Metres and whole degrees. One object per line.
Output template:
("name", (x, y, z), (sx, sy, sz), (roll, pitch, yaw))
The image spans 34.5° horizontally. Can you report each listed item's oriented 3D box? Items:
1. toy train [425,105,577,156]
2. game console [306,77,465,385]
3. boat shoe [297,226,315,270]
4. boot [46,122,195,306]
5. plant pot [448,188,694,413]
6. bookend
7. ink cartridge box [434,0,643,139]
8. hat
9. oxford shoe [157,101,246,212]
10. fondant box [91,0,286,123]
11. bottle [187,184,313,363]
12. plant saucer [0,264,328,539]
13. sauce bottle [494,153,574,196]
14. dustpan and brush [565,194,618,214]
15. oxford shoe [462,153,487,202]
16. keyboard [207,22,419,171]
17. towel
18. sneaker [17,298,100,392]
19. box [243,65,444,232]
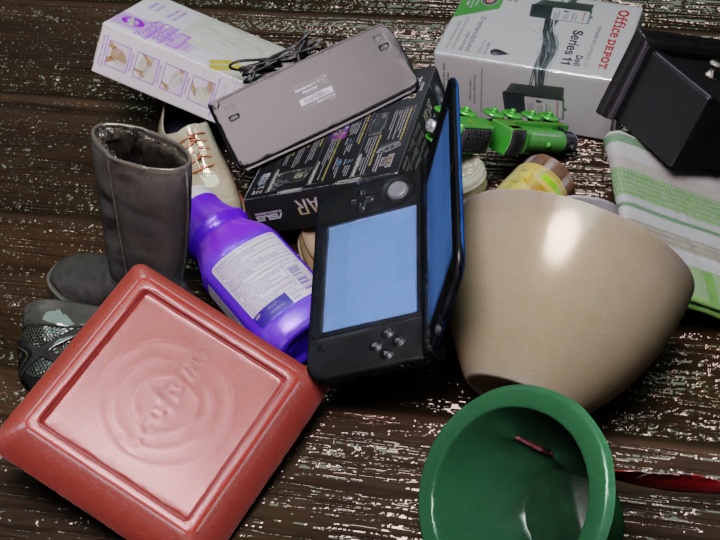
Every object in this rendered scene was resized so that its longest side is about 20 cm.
("toy train", (0.144, -0.135, 1.144), (0.200, 0.042, 0.056), (-4, 30, -43))
("game console", (0.019, -0.031, 0.933), (0.170, 0.118, 0.200), (-14, 50, 19))
("boat shoe", (0.000, 0.000, 1.058), (0.074, 0.069, 0.200), (-24, 47, -17))
("boot", (-0.217, -0.038, 1.025), (0.181, 0.200, 0.073), (13, 48, 18))
("plant pot", (0.151, 0.044, 0.934), (0.200, 0.200, 0.135), (17, 71, 21))
("bookend", (0.365, -0.131, 1.083), (0.200, 0.092, 0.199), (-1, 38, -33))
("ink cartridge box", (0.195, -0.229, 1.259), (0.199, 0.083, 0.147), (12, 48, 16))
("hat", (0.172, 0.189, 0.882), (0.200, 0.176, 0.166), (13, 82, 47))
("oxford shoe", (-0.170, -0.105, 1.177), (0.071, 0.074, 0.200), (-21, 47, -15))
("fondant box", (-0.162, -0.217, 1.231), (0.200, 0.058, 0.144), (22, 28, 2))
("bottle", (-0.102, 0.000, 1.054), (0.083, 0.065, 0.200), (-32, 59, -21))
("plant saucer", (-0.155, 0.108, 0.923), (0.200, 0.037, 0.200), (31, 62, 8))
("sauce bottle", (0.127, -0.031, 1.083), (0.065, 0.065, 0.200), (26, 54, 28))
("dustpan and brush", (0.186, -0.026, 1.039), (0.199, 0.057, 0.140), (-2, 42, -17))
("oxford shoe", (0.043, -0.090, 1.159), (0.200, 0.058, 0.075), (14, 52, 39))
("keyboard", (-0.050, -0.180, 1.146), (0.200, 0.040, 0.104), (-25, 87, -6))
("towel", (0.294, -0.036, 1.059), (0.149, 0.031, 0.200), (18, 45, -15))
("sneaker", (-0.193, 0.092, 0.989), (0.199, 0.076, 0.115), (6, 65, -9))
("box", (-0.010, -0.122, 1.143), (0.160, 0.044, 0.200), (-9, 35, 22))
